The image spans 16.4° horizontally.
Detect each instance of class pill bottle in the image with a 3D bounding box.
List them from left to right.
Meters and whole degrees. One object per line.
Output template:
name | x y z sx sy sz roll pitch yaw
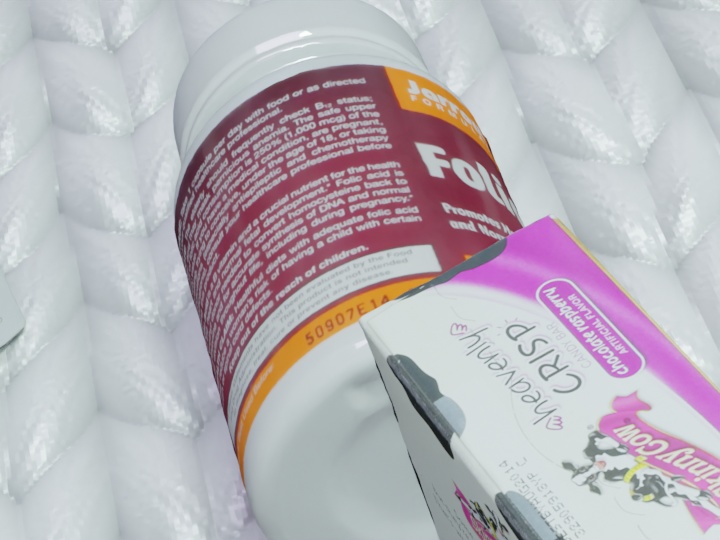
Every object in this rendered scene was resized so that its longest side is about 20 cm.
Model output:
pill bottle | 0.000 0.000 0.838 0.114 0.114 0.200 -20 41 0

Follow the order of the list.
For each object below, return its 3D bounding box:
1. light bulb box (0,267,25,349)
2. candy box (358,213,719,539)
light bulb box | -0.270 0.013 0.925 0.200 0.125 0.198 20 54 36
candy box | 0.077 0.103 0.628 0.061 0.200 0.136 -29 42 -9
